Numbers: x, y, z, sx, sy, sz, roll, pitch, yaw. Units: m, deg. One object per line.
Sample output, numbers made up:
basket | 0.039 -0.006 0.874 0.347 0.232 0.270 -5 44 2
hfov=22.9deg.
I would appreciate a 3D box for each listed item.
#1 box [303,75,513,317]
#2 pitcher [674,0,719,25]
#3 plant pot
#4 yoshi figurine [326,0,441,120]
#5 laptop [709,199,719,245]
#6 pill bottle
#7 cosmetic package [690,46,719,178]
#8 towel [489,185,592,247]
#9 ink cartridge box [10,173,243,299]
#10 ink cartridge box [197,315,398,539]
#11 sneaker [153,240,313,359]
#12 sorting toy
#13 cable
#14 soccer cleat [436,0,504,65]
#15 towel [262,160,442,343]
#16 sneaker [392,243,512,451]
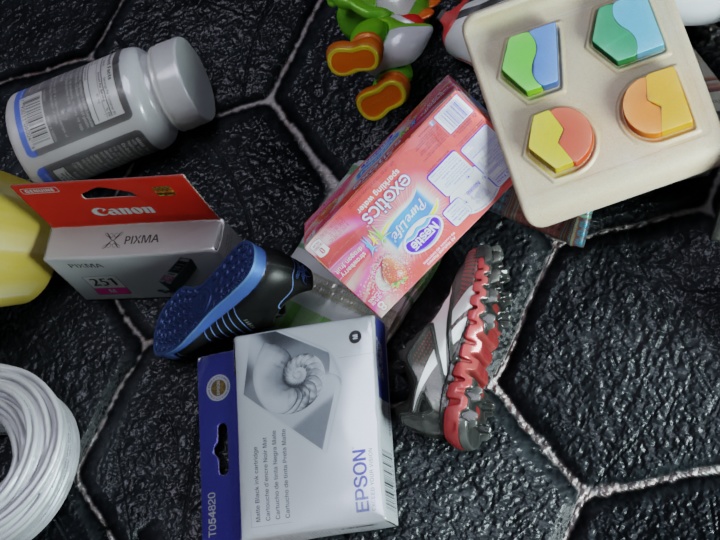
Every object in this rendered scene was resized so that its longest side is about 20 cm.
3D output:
box | 0.050 -0.069 1.623 0.200 0.103 0.095 -46 11 10
pitcher | 0.347 -0.271 1.632 0.200 0.121 0.172 -10 59 -31
plant pot | -0.420 -0.038 1.808 0.200 0.189 0.201 -6 81 46
yoshi figurine | 0.011 -0.233 1.791 0.112 0.113 0.200 20 37 0
laptop | 0.413 -0.100 1.552 0.187 0.116 0.201 16 96 -1
pill bottle | -0.263 -0.168 1.877 0.199 0.114 0.114 -19 58 13
cosmetic package | 0.251 -0.180 1.650 0.103 0.087 0.200 -10 52 -28
towel | 0.176 -0.136 1.639 0.147 0.022 0.201 26 110 51
ink cartridge box | -0.224 -0.030 1.748 0.199 0.174 0.044 -2 63 23
ink cartridge box | -0.068 0.152 1.648 0.199 0.041 0.200 -12 68 19
sneaker | -0.125 0.040 1.718 0.200 0.078 0.070 -35 45 45
sorting toy | 0.202 -0.159 1.540 0.185 0.036 0.201 -19 80 6
cable | -0.373 0.192 1.760 0.199 0.069 0.200 -2 62 22
soccer cleat | 0.164 -0.286 1.785 0.085 0.069 0.200 41 88 26
towel | 0.000 0.000 1.727 0.149 0.031 0.200 26 79 34
sneaker | 0.082 0.065 1.625 0.098 0.071 0.201 4 67 23
